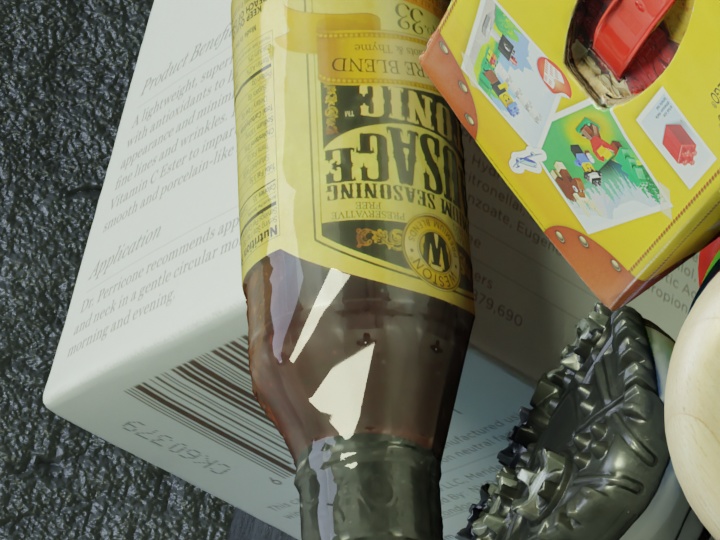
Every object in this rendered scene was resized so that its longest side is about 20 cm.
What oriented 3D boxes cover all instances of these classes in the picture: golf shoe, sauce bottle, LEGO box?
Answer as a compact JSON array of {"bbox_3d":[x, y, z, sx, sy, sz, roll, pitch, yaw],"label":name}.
[{"bbox_3d":[0.080,0.064,0.776,0.078,0.094,0.200,-60,-4,-6],"label":"golf shoe"},{"bbox_3d":[0.000,0.000,0.807,0.066,0.066,0.201,115,152,-62],"label":"sauce bottle"},{"bbox_3d":[0.107,-0.088,0.603,0.149,0.077,0.200,-36,-8,-18],"label":"LEGO box"}]

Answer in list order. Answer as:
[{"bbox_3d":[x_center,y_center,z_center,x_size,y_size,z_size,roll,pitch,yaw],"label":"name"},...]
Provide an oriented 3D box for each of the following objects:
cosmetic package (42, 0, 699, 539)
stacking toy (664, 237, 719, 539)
[{"bbox_3d":[0.024,-0.028,0.984,0.165,0.165,0.201,-24,44,49],"label":"cosmetic package"},{"bbox_3d":[0.113,0.015,0.715,0.200,0.085,0.086,-62,-11,-80],"label":"stacking toy"}]
